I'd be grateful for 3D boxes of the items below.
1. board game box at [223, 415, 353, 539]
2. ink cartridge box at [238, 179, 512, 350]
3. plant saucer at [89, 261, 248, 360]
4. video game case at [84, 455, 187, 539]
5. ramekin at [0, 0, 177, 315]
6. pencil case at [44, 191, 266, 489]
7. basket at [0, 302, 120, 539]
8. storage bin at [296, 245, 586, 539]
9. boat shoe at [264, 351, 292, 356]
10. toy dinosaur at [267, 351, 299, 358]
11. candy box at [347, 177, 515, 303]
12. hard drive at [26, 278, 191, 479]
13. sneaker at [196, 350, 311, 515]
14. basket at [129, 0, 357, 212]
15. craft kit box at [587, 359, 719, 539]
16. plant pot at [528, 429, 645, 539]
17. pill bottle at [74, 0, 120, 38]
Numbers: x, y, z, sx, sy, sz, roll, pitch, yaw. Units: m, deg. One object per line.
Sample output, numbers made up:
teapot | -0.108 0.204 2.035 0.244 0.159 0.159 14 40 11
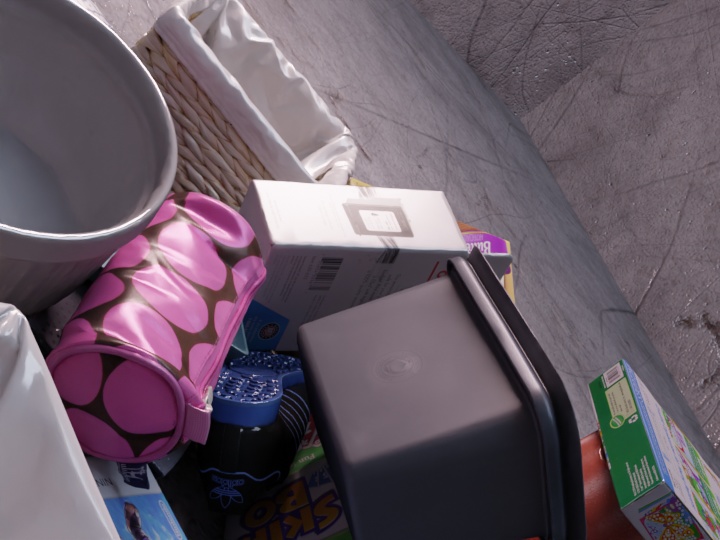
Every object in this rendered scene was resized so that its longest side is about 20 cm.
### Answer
board game box | -0.042 0.157 0.877 0.200 0.095 0.030 -94 163 -62
ink cartridge box | 0.000 0.000 0.997 0.198 0.116 0.067 2 46 -27
plant saucer | -0.159 -0.005 0.877 0.199 0.019 0.070 33 19 -26
video game case | -0.126 0.189 0.664 0.201 0.045 0.181 58 17 16
ramekin | -0.214 -0.067 0.747 0.199 0.105 0.201 24 42 -24
pencil case | -0.111 0.029 0.775 0.200 0.093 0.091 -74 168 -58
basket | -0.182 0.115 0.515 0.135 0.123 0.201 24 34 -61
storage bin | 0.043 0.098 0.833 0.200 0.133 0.147 -113 -169 -57
boat shoe | -0.042 0.073 1.124 0.200 0.072 0.076 51 4 -9
toy dinosaur | -0.023 0.101 1.043 0.201 0.101 0.058 55 15 7
candy box | 0.052 0.008 1.174 0.199 0.056 0.118 19 56 -35
hard drive | -0.156 0.054 0.868 0.135 0.042 0.200 50 15 -11
sneaker | -0.071 0.104 0.898 0.069 0.079 0.200 10 7 8
basket | -0.124 -0.104 1.083 0.200 0.160 0.198 49 16 -11
craft kit box | 0.265 0.194 1.063 0.198 0.048 0.200 47 17 -15
plant pot | 0.170 0.245 1.119 0.201 0.195 0.201 48 16 -18
pill bottle | -0.240 -0.160 0.936 0.200 0.120 0.119 52 14 20
